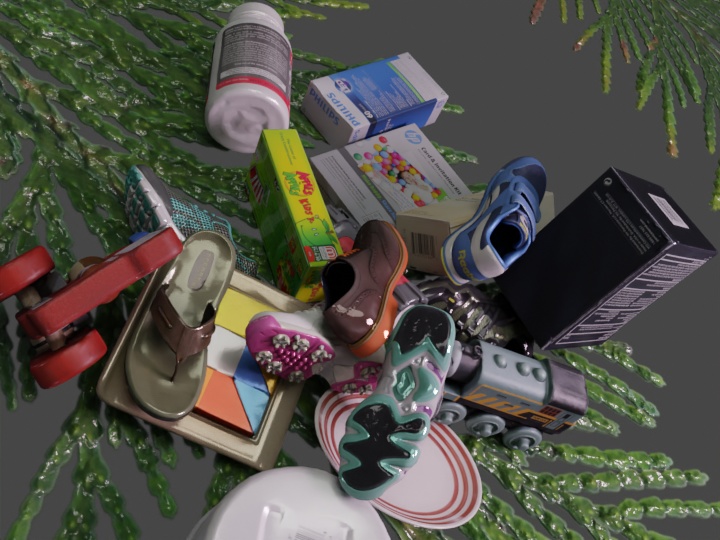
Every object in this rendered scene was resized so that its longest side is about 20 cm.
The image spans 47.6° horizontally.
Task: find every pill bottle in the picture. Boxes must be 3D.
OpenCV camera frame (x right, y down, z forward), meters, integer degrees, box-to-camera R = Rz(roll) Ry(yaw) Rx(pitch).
[{"bbox_3d":[-0.147,-0.265,1.097,0.109,0.111,0.202,11,52,-16],"label":"pill bottle"}]

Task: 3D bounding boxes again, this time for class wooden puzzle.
[{"bbox_3d":[-0.142,0.084,0.837,0.199,0.037,0.187,29,62,-17],"label":"wooden puzzle"}]

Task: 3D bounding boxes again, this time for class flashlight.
[{"bbox_3d":[0.000,0.000,0.968,0.067,0.068,0.200,15,23,-50],"label":"flashlight"}]

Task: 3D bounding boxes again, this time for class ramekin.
[{"bbox_3d":[-0.063,0.277,0.735,0.198,0.098,0.202,12,51,-16],"label":"ramekin"}]

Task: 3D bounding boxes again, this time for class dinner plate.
[{"bbox_3d":[0.037,0.194,0.860,0.198,0.024,0.201,24,27,-13],"label":"dinner plate"}]

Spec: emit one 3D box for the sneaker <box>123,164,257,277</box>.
[{"bbox_3d":[-0.194,-0.042,0.939,0.091,0.078,0.201,-30,80,-41],"label":"sneaker"}]

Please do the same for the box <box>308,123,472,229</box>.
[{"bbox_3d":[0.043,-0.111,1.114,0.199,0.041,0.156,-23,68,-37],"label":"box"}]

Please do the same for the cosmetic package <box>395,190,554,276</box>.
[{"bbox_3d":[0.151,-0.054,1.060,0.199,0.074,0.103,-18,20,-38],"label":"cosmetic package"}]

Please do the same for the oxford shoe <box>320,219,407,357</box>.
[{"bbox_3d":[0.001,-0.002,0.856,0.072,0.071,0.201,40,29,-22],"label":"oxford shoe"}]

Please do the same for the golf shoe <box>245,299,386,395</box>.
[{"bbox_3d":[-0.046,0.068,0.850,0.199,0.075,0.092,26,40,-46],"label":"golf shoe"}]

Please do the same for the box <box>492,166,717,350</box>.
[{"bbox_3d":[0.301,-0.009,1.009,0.199,0.198,0.124,4,47,-54],"label":"box"}]

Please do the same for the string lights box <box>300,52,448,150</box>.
[{"bbox_3d":[0.023,-0.246,1.193,0.199,0.059,0.103,-26,68,-36],"label":"string lights box"}]

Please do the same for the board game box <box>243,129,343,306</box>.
[{"bbox_3d":[-0.083,-0.060,0.977,0.047,0.102,0.202,-5,58,-27],"label":"board game box"}]

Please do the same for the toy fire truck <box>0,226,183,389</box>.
[{"bbox_3d":[-0.256,0.016,0.775,0.167,0.200,0.113,-33,101,-20],"label":"toy fire truck"}]

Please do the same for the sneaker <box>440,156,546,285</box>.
[{"bbox_3d":[0.177,-0.060,0.960,0.074,0.082,0.201,49,60,-21],"label":"sneaker"}]

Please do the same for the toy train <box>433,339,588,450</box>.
[{"bbox_3d":[0.159,0.134,0.922,0.198,0.114,0.086,21,47,-19],"label":"toy train"}]

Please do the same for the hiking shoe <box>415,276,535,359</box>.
[{"bbox_3d":[0.133,0.072,0.992,0.198,0.076,0.102,8,49,-20],"label":"hiking shoe"}]

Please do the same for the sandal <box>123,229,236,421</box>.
[{"bbox_3d":[-0.172,0.044,0.789,0.079,0.057,0.203,19,64,-15],"label":"sandal"}]

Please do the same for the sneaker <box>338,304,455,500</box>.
[{"bbox_3d":[0.043,0.147,0.818,0.077,0.140,0.201,23,66,16],"label":"sneaker"}]
